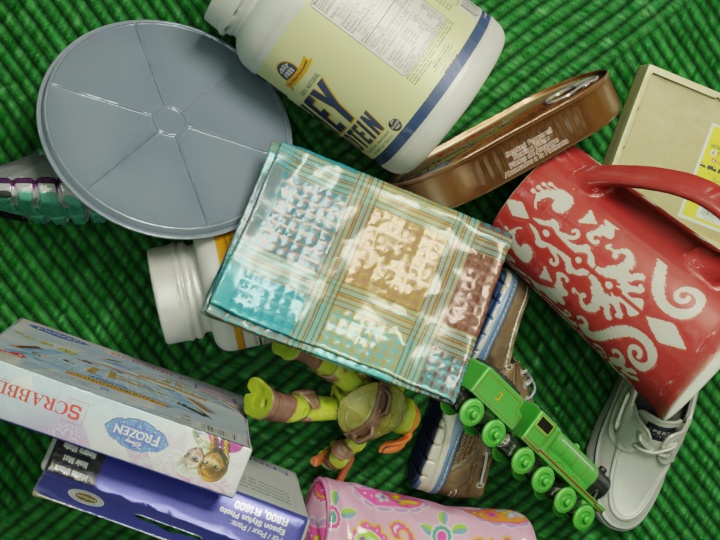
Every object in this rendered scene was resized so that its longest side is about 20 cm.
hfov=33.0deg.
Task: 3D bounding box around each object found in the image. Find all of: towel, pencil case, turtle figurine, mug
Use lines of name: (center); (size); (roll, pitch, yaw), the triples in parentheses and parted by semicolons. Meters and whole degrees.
towel: (0.000, 0.000, 0.903); (0.199, 0.022, 0.147); (21, 75, 0)
pencil case: (0.044, 0.225, 0.998); (0.199, 0.087, 0.088); (12, 93, -17)
turtle figurine: (-0.010, 0.110, 0.963); (0.161, 0.064, 0.200); (22, 115, -35)
mug: (0.221, -0.014, 0.956); (0.200, 0.133, 0.178); (43, 114, 19)

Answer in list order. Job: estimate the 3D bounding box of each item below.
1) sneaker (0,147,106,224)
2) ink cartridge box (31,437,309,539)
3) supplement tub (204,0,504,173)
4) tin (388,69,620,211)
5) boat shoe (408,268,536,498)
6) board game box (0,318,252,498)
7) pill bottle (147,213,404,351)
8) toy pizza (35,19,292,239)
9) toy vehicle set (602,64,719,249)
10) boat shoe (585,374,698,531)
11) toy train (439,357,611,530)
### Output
sneaker: (-0.215, -0.086, 0.975); (0.199, 0.074, 0.088); (1, 75, -13)
ink cartridge box: (-0.138, 0.160, 0.926); (0.199, 0.200, 0.041); (21, 92, -8)
supplement tub: (-0.005, -0.186, 0.944); (0.200, 0.145, 0.145); (35, 89, -8)
tin: (0.117, -0.102, 0.979); (0.200, 0.112, 0.042); (-29, 106, -8)
boat shoe: (0.105, 0.097, 1.020); (0.072, 0.072, 0.200); (19, 102, -12)
board game box: (-0.183, 0.098, 0.916); (0.199, 0.200, 0.041); (21, 92, -7)
pill bottle: (-0.064, 0.000, 0.968); (0.199, 0.109, 0.110); (-12, 95, -6)
toy pizza: (-0.151, -0.109, 0.945); (0.200, 0.032, 0.201); (10, 60, -17)
toy vehicle set: (0.311, -0.082, 1.048); (0.199, 0.027, 0.125); (21, 91, -8)
boat shoe: (0.243, 0.128, 1.035); (0.073, 0.065, 0.201); (11, 93, -8)
toy train: (0.139, 0.142, 0.987); (0.200, 0.042, 0.056); (43, 81, -29)
